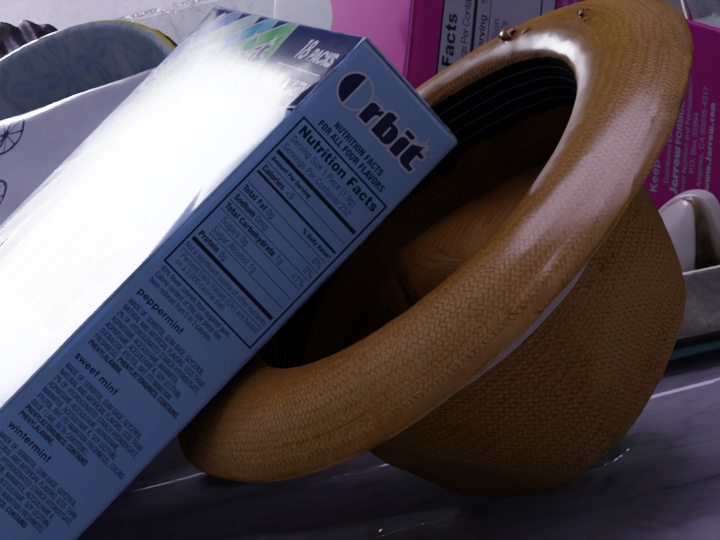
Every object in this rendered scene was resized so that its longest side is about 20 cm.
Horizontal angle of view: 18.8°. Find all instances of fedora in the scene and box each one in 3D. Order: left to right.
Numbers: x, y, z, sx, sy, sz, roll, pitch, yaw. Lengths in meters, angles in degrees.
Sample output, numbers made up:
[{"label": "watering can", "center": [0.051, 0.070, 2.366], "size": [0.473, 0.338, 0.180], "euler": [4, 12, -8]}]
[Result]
[{"label": "fedora", "center": [0.037, 0.007, 0.626], "size": [0.200, 0.082, 0.201], "euler": [-38, 18, 15]}]

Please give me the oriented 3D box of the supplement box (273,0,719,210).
[{"label": "supplement box", "center": [0.069, -0.054, 0.863], "size": [0.199, 0.104, 0.101], "euler": [12, -10, -33]}]

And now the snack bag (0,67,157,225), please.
[{"label": "snack bag", "center": [-0.162, 0.023, 0.807], "size": [0.188, 0.021, 0.201], "euler": [-12, 47, 35]}]

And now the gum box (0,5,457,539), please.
[{"label": "gum box", "center": [-0.079, 0.008, 0.658], "size": [0.200, 0.045, 0.170], "euler": [-45, 19, -6]}]

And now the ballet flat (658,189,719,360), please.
[{"label": "ballet flat", "center": [0.141, -0.007, 0.765], "size": [0.199, 0.063, 0.067], "euler": [-12, 5, 20]}]

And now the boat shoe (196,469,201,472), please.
[{"label": "boat shoe", "center": [0.002, 0.019, 0.826], "size": [0.073, 0.066, 0.200], "euler": [-11, 6, 31]}]

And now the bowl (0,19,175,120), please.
[{"label": "bowl", "center": [-0.117, 0.009, 0.885], "size": [0.199, 0.108, 0.201], "euler": [-25, 41, 23]}]

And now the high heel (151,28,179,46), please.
[{"label": "high heel", "center": [-0.062, -0.062, 1.253], "size": [0.071, 0.143, 0.200], "euler": [-28, -18, 17]}]

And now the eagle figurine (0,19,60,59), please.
[{"label": "eagle figurine", "center": [-0.172, -0.048, 1.230], "size": [0.150, 0.202, 0.152], "euler": [-15, 6, -23]}]

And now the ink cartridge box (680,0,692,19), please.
[{"label": "ink cartridge box", "center": [0.203, -0.127, 1.216], "size": [0.044, 0.178, 0.200], "euler": [-12, 6, 9]}]
